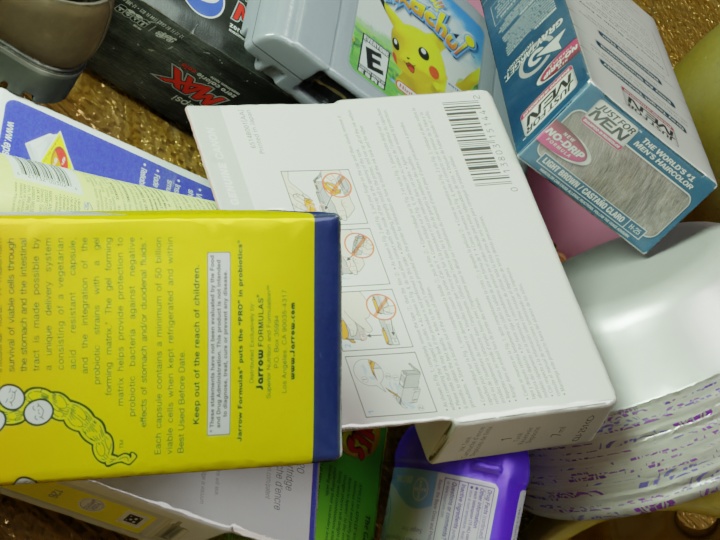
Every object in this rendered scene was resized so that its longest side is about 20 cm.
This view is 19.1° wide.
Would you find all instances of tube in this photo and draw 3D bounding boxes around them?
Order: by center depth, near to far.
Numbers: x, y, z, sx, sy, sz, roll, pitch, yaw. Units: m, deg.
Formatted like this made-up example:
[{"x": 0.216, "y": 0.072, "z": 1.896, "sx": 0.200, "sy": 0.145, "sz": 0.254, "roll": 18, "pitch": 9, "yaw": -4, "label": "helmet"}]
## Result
[{"x": -0.103, "y": -0.012, "z": 1.019, "sx": 0.200, "sy": 0.052, "sz": 0.058, "roll": 12, "pitch": 91, "yaw": -37, "label": "tube"}]

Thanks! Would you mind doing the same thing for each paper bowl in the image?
[{"x": 0.158, "y": 0.045, "z": 1.161, "sx": 0.201, "sy": 0.200, "sz": 0.105, "roll": -42, "pitch": 115, "yaw": -53, "label": "paper bowl"}]

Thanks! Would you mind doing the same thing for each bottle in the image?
[{"x": 0.036, "y": 0.180, "z": 1.092, "sx": 0.065, "sy": 0.084, "sz": 0.201, "roll": 13, "pitch": 83, "yaw": -14, "label": "bottle"}]

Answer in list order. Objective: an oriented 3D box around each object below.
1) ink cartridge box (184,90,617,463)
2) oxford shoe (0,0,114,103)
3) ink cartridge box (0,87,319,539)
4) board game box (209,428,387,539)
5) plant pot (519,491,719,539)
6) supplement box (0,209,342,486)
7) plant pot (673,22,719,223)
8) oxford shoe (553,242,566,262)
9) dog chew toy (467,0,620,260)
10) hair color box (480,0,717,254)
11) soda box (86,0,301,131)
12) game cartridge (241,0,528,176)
[{"x": 0.014, "y": 0.001, "z": 1.071, "sx": 0.176, "sy": 0.045, "sz": 0.200, "roll": -5, "pitch": 56, "yaw": -23, "label": "ink cartridge box"}, {"x": -0.206, "y": -0.169, "z": 1.030, "sx": 0.200, "sy": 0.084, "sz": 0.073, "roll": 30, "pitch": 34, "yaw": -18, "label": "oxford shoe"}, {"x": -0.111, "y": 0.032, "z": 1.044, "sx": 0.200, "sy": 0.047, "sz": 0.198, "roll": 25, "pitch": 49, "yaw": -28, "label": "ink cartridge box"}, {"x": -0.043, "y": 0.127, "z": 1.092, "sx": 0.102, "sy": 0.048, "sz": 0.200, "roll": 36, "pitch": 45, "yaw": -33, "label": "board game box"}, {"x": 0.187, "y": 0.179, "z": 1.234, "sx": 0.201, "sy": 0.200, "sz": 0.189, "roll": 55, "pitch": 22, "yaw": -11, "label": "plant pot"}, {"x": -0.119, "y": 0.029, "z": 0.908, "sx": 0.199, "sy": 0.109, "sz": 0.110, "roll": -1, "pitch": 92, "yaw": -30, "label": "supplement box"}, {"x": 0.265, "y": -0.072, "z": 1.510, "sx": 0.200, "sy": 0.142, "sz": 0.201, "roll": 29, "pitch": 48, "yaw": -38, "label": "plant pot"}, {"x": 0.108, "y": 0.026, "z": 1.291, "sx": 0.071, "sy": 0.071, "sz": 0.200, "roll": -48, "pitch": 126, "yaw": -12, "label": "oxford shoe"}, {"x": 0.098, "y": -0.092, "z": 1.344, "sx": 0.200, "sy": 0.124, "sz": 0.124, "roll": 53, "pitch": 37, "yaw": 0, "label": "dog chew toy"}, {"x": 0.129, "y": -0.105, "z": 1.202, "sx": 0.100, "sy": 0.061, "sz": 0.200, "roll": 35, "pitch": 24, "yaw": -23, "label": "hair color box"}, {"x": -0.084, "y": -0.122, "z": 1.174, "sx": 0.200, "sy": 0.071, "sz": 0.063, "roll": 31, "pitch": 48, "yaw": -35, "label": "soda box"}, {"x": 0.022, "y": -0.119, "z": 1.205, "sx": 0.200, "sy": 0.040, "sz": 0.134, "roll": 35, "pitch": 40, "yaw": -28, "label": "game cartridge"}]
